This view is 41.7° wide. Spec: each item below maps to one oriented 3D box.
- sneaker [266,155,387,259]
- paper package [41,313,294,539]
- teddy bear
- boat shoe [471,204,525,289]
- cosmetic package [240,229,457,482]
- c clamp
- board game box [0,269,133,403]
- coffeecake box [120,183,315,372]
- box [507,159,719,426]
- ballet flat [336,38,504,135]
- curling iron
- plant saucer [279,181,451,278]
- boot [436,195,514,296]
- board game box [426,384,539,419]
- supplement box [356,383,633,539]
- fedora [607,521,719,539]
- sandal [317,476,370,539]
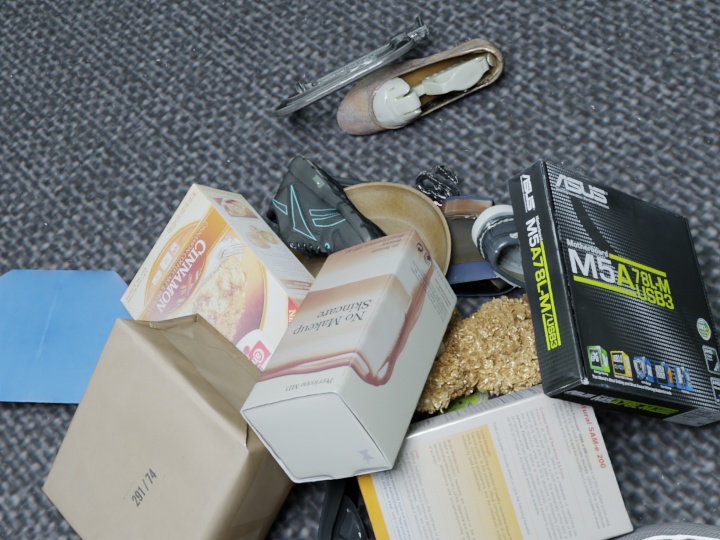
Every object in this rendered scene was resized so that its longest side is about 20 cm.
[{"bbox_3d":[-0.029,-0.036,0.940,0.079,0.075,0.200,-48,44,6],"label":"sneaker"},{"bbox_3d":[-0.162,0.168,0.831,0.191,0.103,0.200,38,111,27],"label":"paper package"},{"bbox_3d":[0.117,0.065,0.870,0.200,0.067,0.145,-8,40,-2],"label":"teddy bear"},{"bbox_3d":[0.195,0.002,0.863,0.200,0.076,0.060,14,29,-16],"label":"boat shoe"},{"bbox_3d":[-0.003,0.066,0.781,0.103,0.087,0.200,-16,31,32],"label":"cosmetic package"},{"bbox_3d":[-0.007,-0.226,1.071,0.200,0.027,0.171,-26,19,5],"label":"c clamp"},{"bbox_3d":[-0.330,0.076,1.008,0.200,0.039,0.158,1,57,7],"label":"board game box"},{"bbox_3d":[-0.126,0.040,0.921,0.200,0.073,0.154,47,111,29],"label":"coffeecake box"},{"bbox_3d":[0.219,0.022,0.788,0.047,0.200,0.193,-31,53,46],"label":"box"},{"bbox_3d":[0.068,-0.202,1.043,0.200,0.068,0.067,-27,26,-2],"label":"ballet flat"},{"bbox_3d":[0.015,-0.094,1.024,0.200,0.026,0.050,6,100,20],"label":"curling iron"},{"bbox_3d":[0.000,0.000,0.959,0.200,0.035,0.200,-12,54,17],"label":"plant saucer"},{"bbox_3d":[0.167,-0.015,0.930,0.200,0.075,0.097,5,70,27],"label":"boot"},{"bbox_3d":[0.108,0.192,0.850,0.120,0.032,0.200,6,64,19],"label":"board game box"},{"bbox_3d":[0.104,0.176,0.779,0.200,0.074,0.126,-17,87,1],"label":"supplement box"},{"bbox_3d":[0.248,0.291,0.728,0.200,0.090,0.177,-12,57,16],"label":"fedora"},{"bbox_3d":[-0.009,0.234,0.826,0.048,0.075,0.201,3,62,11],"label":"sandal"}]
